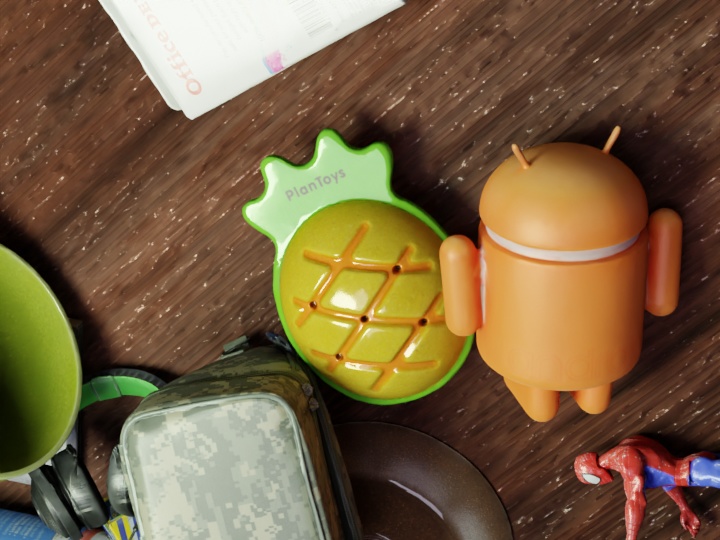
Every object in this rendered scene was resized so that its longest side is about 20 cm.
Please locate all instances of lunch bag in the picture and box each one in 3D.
[{"bbox_3d":[-0.076,0.157,1.605,0.139,0.168,0.200,-13,98,9],"label":"lunch bag"}]

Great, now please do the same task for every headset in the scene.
[{"bbox_3d":[-0.186,0.150,1.646,0.123,0.200,0.094,-13,141,6],"label":"headset"}]

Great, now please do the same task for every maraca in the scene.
[{"bbox_3d":[0.000,0.000,1.570,0.137,0.107,0.200,-25,101,11],"label":"maraca"}]

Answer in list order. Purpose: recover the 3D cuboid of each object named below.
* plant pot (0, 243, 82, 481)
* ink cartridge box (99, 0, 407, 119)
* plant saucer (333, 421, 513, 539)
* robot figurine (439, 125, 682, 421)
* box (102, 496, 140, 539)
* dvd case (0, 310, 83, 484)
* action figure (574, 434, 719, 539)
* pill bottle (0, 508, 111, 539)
[{"bbox_3d":[-0.339,0.092,1.674,0.200,0.187,0.187,-27,105,41],"label":"plant pot"},{"bbox_3d":[-0.069,-0.202,1.481,0.200,0.125,0.129,-25,106,26],"label":"ink cartridge box"},{"bbox_3d":[0.014,0.209,1.708,0.200,0.037,0.200,6,116,13],"label":"plant saucer"},{"bbox_3d":[0.137,0.000,1.525,0.144,0.117,0.200,10,119,20],"label":"robot figurine"},{"bbox_3d":[-0.124,0.251,1.740,0.070,0.064,0.200,-32,106,-11],"label":"box"},{"bbox_3d":[-0.311,0.089,1.759,0.200,0.016,0.149,10,117,12],"label":"dvd case"},{"bbox_3d":[0.249,0.166,1.594,0.200,0.065,0.099,4,99,15],"label":"action figure"},{"bbox_3d":[-0.294,0.240,1.773,0.200,0.112,0.112,11,118,12],"label":"pill bottle"}]
